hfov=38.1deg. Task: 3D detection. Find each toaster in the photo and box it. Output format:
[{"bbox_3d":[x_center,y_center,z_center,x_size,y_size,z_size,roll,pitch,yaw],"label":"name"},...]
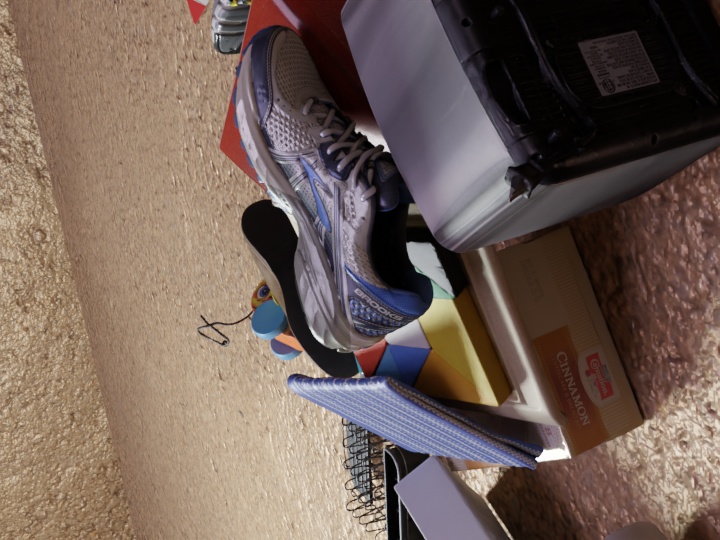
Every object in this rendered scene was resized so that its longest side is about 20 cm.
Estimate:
[{"bbox_3d":[0.097,-0.121,0.590,0.183,0.197,0.119,66,151,12],"label":"toaster"}]

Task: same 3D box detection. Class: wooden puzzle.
[{"bbox_3d":[0.035,0.030,0.723,0.183,0.037,0.202,3,130,48],"label":"wooden puzzle"}]

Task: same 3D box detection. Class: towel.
[{"bbox_3d":[0.035,0.111,0.810,0.199,0.143,0.024,-13,52,65],"label":"towel"}]

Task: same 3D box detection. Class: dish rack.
[{"bbox_3d":[0.017,0.228,1.164,0.199,0.054,0.157,32,128,57],"label":"dish rack"}]

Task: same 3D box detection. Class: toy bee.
[{"bbox_3d":[-0.091,0.040,1.224,0.197,0.110,0.131,18,157,13],"label":"toy bee"}]

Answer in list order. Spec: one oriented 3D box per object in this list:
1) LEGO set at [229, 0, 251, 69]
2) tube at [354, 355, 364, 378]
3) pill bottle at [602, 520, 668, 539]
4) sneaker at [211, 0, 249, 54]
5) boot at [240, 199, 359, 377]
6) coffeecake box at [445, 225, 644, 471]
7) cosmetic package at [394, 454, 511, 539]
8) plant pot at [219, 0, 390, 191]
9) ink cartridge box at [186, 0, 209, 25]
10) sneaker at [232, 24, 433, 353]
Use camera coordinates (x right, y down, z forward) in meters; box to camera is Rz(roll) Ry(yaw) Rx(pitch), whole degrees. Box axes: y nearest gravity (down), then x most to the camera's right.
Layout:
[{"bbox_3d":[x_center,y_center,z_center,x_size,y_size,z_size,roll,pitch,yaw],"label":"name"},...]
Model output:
[{"bbox_3d":[-0.065,-0.191,0.932,0.152,0.115,0.204,10,110,38],"label":"LEGO set"},{"bbox_3d":[0.000,0.000,0.964,0.077,0.050,0.203,-33,61,33],"label":"tube"},{"bbox_3d":[0.222,0.269,0.675,0.201,0.118,0.121,52,149,39],"label":"pill bottle"},{"bbox_3d":[-0.123,-0.334,1.098,0.117,0.074,0.201,65,146,27],"label":"sneaker"},{"bbox_3d":[-0.055,0.026,1.053,0.202,0.073,0.076,58,164,18],"label":"boot"},{"bbox_3d":[0.115,0.071,0.831,0.200,0.072,0.156,-32,77,65],"label":"coffeecake box"},{"bbox_3d":[0.120,0.270,0.899,0.201,0.051,0.151,55,-174,35],"label":"cosmetic package"},{"bbox_3d":[0.038,-0.118,0.751,0.177,0.199,0.200,50,151,13],"label":"plant pot"},{"bbox_3d":[-0.224,-0.410,1.283,0.199,0.049,0.164,-24,84,64],"label":"ink cartridge box"},{"bbox_3d":[-0.007,-0.056,0.628,0.084,0.077,0.203,-16,98,39],"label":"sneaker"}]
